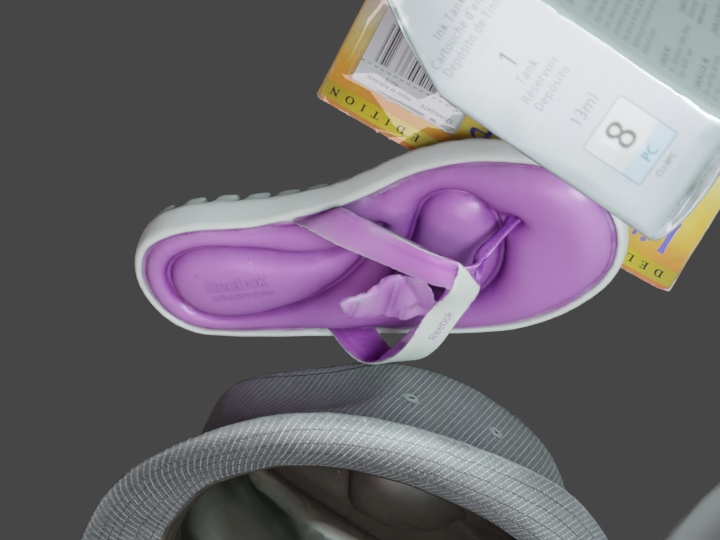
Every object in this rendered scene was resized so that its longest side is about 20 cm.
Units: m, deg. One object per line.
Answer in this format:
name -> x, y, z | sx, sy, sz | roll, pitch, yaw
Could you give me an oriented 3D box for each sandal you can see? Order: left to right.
sandal -> 0.004, 0.005, 0.835 | 0.202, 0.050, 0.083 | -10, 130, 34

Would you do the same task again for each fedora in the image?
fedora -> 0.000, 0.094, 0.866 | 0.199, 0.090, 0.177 | 14, 131, -4

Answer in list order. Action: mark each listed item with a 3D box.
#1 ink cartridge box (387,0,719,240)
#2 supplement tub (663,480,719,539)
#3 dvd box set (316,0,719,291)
ink cartridge box -> 0.028, -0.105, 0.695 | 0.200, 0.160, 0.047 | 33, 117, -1
supplement tub -> 0.203, 0.160, 0.817 | 0.144, 0.144, 0.200 | -36, 101, 27
dvd box set -> 0.091, -0.108, 0.785 | 0.146, 0.029, 0.200 | 29, 118, 1
